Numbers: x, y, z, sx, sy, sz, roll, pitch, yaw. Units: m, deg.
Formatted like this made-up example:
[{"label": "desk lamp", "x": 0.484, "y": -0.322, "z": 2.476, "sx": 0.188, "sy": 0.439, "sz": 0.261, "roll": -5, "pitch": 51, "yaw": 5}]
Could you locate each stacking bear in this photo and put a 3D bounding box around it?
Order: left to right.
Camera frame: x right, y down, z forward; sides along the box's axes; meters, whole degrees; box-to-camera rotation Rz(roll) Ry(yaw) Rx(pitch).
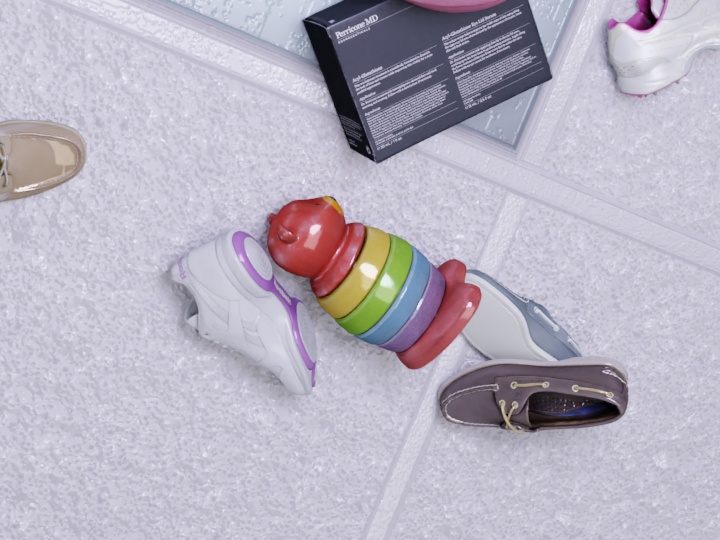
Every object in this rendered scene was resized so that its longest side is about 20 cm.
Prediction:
[{"label": "stacking bear", "x": 0.000, "y": 0.000, "z": 1.480, "sx": 0.199, "sy": 0.122, "sz": 0.114, "roll": 33, "pitch": 101, "yaw": -17}]

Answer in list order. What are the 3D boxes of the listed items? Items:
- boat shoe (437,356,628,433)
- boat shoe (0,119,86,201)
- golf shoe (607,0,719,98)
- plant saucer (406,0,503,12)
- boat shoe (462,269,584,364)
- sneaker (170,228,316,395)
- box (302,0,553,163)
[{"label": "boat shoe", "x": 0.175, "y": 0.133, "z": 1.565, "sx": 0.199, "sy": 0.060, "sz": 0.072, "roll": -6, "pitch": 124, "yaw": 12}, {"label": "boat shoe", "x": -0.336, "y": -0.089, "z": 1.339, "sx": 0.199, "sy": 0.065, "sz": 0.073, "roll": -7, "pitch": 107, "yaw": -20}, {"label": "golf shoe", "x": 0.338, "y": -0.259, "z": 1.559, "sx": 0.199, "sy": 0.075, "sz": 0.092, "roll": -34, "pitch": 111, "yaw": -11}, {"label": "plant saucer", "x": 0.090, "y": -0.308, "z": 1.398, "sx": 0.200, "sy": 0.201, "sz": 0.051, "roll": -26, "pitch": 147, "yaw": -13}, {"label": "boat shoe", "x": 0.167, "y": 0.062, "z": 1.598, "sx": 0.200, "sy": 0.073, "sz": 0.062, "roll": 44, "pitch": 43, "yaw": -19}, {"label": "sneaker", "x": -0.109, "y": 0.047, "z": 1.478, "sx": 0.099, "sy": 0.075, "sz": 0.201, "roll": -20, "pitch": 123, "yaw": 17}, {"label": "box", "x": 0.065, "y": -0.212, "z": 1.459, "sx": 0.199, "sy": 0.079, "sz": 0.142, "roll": -26, "pitch": 115, "yaw": -13}]
